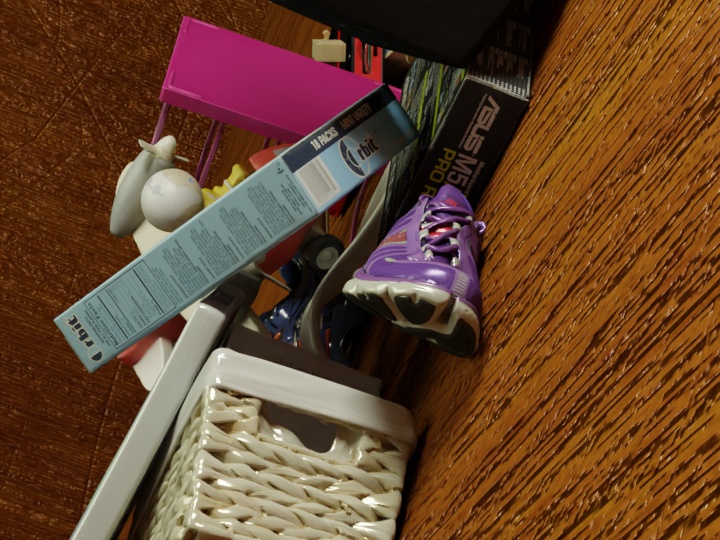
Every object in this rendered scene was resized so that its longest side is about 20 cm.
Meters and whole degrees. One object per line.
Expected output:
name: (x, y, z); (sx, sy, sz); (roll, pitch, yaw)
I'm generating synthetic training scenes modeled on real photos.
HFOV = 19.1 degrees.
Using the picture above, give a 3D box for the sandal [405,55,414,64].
sandal: (0.044, -0.192, 1.632); (0.212, 0.069, 0.078); (-88, 20, -65)

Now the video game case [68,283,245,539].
video game case: (-0.134, 0.104, 1.354); (0.201, 0.023, 0.182); (-62, 1, 3)

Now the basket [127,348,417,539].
basket: (-0.063, 0.165, 1.266); (0.201, 0.134, 0.124); (118, 167, -46)

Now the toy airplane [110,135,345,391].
toy airplane: (-0.124, -0.013, 1.538); (0.141, 0.198, 0.200); (55, -137, -42)

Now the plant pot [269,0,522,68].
plant pot: (0.013, -0.234, 1.300); (0.200, 0.198, 0.179); (28, 96, 62)

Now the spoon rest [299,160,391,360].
spoon rest: (0.000, 0.000, 1.501); (0.100, 0.060, 0.201); (123, 164, -56)

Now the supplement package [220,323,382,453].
supplement package: (-0.076, 0.151, 1.452); (0.201, 0.113, 0.110); (118, 170, -48)

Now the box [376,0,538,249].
box: (0.066, -0.117, 1.402); (0.201, 0.044, 0.161); (-81, 14, -50)

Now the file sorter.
file sorter: (-0.075, -0.095, 1.742); (0.139, 0.198, 0.126); (-84, 14, -60)

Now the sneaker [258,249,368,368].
sneaker: (-0.047, 0.066, 1.586); (0.075, 0.078, 0.201); (121, 166, -55)

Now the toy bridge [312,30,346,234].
toy bridge: (-0.033, -0.108, 1.856); (0.067, 0.027, 0.202); (-129, 40, -75)

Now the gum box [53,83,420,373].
gum box: (-0.075, -0.027, 1.332); (0.199, 0.045, 0.170); (-33, 4, 29)

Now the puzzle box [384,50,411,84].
puzzle box: (0.053, -0.240, 1.840); (0.200, 0.025, 0.134); (155, 135, -79)

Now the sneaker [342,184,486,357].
sneaker: (0.037, -0.008, 1.227); (0.084, 0.080, 0.200); (-63, 8, 6)

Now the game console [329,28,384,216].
game console: (-0.006, -0.174, 1.917); (0.177, 0.031, 0.202); (107, 167, -60)
